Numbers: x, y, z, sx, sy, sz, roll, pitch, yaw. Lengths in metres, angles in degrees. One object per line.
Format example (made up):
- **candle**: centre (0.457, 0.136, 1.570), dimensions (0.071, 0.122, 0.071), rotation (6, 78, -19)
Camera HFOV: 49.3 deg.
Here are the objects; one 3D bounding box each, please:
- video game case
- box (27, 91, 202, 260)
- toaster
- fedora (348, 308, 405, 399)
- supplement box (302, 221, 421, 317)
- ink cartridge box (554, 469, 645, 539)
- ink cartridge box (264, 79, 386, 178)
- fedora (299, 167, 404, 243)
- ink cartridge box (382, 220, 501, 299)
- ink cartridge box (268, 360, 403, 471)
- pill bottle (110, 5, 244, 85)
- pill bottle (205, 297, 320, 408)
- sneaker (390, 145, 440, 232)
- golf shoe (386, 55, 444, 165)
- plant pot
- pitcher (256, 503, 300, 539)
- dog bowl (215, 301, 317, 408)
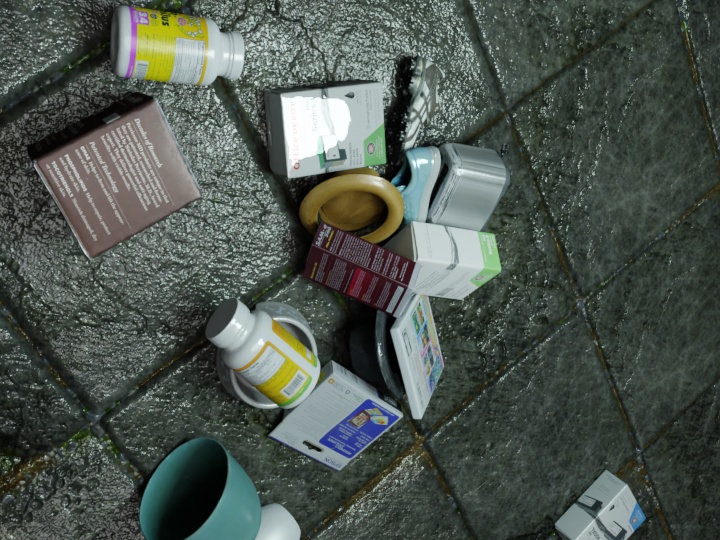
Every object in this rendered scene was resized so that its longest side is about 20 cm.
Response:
- **video game case**: centre (0.116, 0.158, 1.563), dimensions (0.183, 0.023, 0.204), rotation (-53, 133, -56)
- **box**: centre (-0.378, -0.151, 1.204), dimensions (0.198, 0.165, 0.167), rotation (-32, 116, -16)
- **toaster**: centre (0.196, -0.161, 1.503), dimensions (0.126, 0.115, 0.202), rotation (7, 131, -24)
- **fedora**: centre (0.032, 0.157, 1.522), dimensions (0.089, 0.201, 0.205), rotation (-8, 114, 18)
- **supplement box**: centre (0.000, 0.000, 1.424), dimensions (0.196, 0.110, 0.062), rotation (23, 55, -2)
- **ink cartridge box**: centre (0.604, 0.634, 1.977), dimensions (0.199, 0.084, 0.146), rotation (-42, 118, -10)
- **ink cartridge box**: centre (-0.061, -0.251, 1.385), dimensions (0.196, 0.084, 0.150), rotation (-13, 109, -24)
- **fedora**: centre (-0.015, -0.127, 1.420), dimensions (0.195, 0.083, 0.203), rotation (0, 143, 0)
- **ink cartridge box**: centre (0.148, -0.016, 1.516), dimensions (0.196, 0.145, 0.086), rotation (8, 62, -28)
- **ink cartridge box**: centre (-0.050, 0.293, 1.553), dimensions (0.196, 0.048, 0.199), rotation (34, 116, -30)
- **pill bottle**: centre (-0.286, -0.348, 1.231), dimensions (0.195, 0.104, 0.107), rotation (0, 105, -27)
- **pill bottle**: centre (-0.171, 0.140, 1.358), dimensions (0.112, 0.111, 0.200), rotation (-49, 119, -6)
- **sneaker**: centre (0.086, -0.145, 1.482), dimensions (0.080, 0.074, 0.204), rotation (-1, 124, -21)
- **golf shoe**: centre (0.108, -0.291, 1.466), dimensions (0.092, 0.077, 0.205), rotation (9, 101, -29)
- **plant pot**: centre (-0.271, 0.433, 1.413), dimensions (0.201, 0.200, 0.162), rotation (-45, 128, -9)
- **pitcher**: centre (-0.219, 0.555, 1.519), dimensions (0.199, 0.171, 0.122), rotation (-40, 90, -32)
- **dog bowl**: centre (-0.168, 0.164, 1.463), dimensions (0.195, 0.058, 0.206), rotation (-7, 107, -25)
